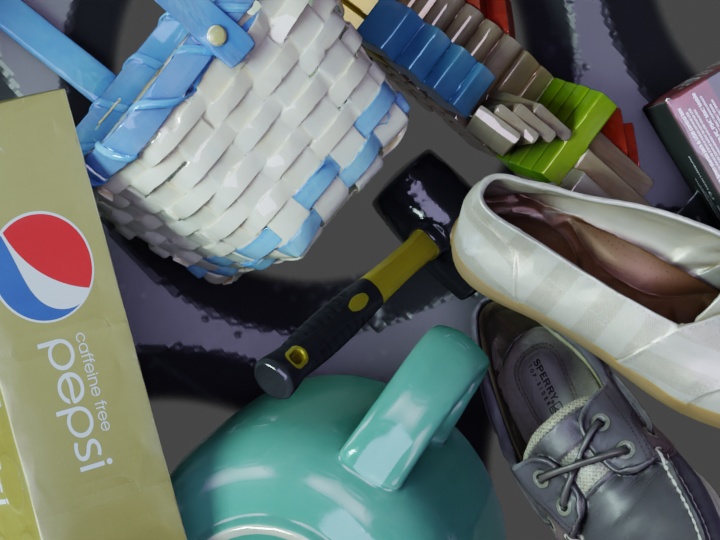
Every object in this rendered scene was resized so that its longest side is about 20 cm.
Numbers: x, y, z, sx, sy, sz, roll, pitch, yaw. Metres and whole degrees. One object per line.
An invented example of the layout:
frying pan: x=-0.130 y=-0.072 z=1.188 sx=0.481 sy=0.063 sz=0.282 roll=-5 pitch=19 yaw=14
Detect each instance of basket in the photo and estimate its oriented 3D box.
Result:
basket: x=-0.091 y=-0.092 z=1.299 sx=0.200 sy=0.176 sz=0.139 roll=37 pitch=74 yaw=-15

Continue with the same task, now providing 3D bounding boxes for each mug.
mug: x=-0.022 y=0.118 z=1.299 sx=0.151 sy=0.114 sz=0.186 roll=2 pitch=105 yaw=18

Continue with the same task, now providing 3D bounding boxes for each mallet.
mallet: x=0.000 y=0.000 z=1.300 sx=0.066 sy=0.200 sz=0.041 roll=51 pitch=124 yaw=7

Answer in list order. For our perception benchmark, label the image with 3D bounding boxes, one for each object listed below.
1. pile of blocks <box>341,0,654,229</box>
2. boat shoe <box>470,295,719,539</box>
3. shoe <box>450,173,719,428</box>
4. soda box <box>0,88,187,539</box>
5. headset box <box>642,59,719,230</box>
pile of blocks: x=0.059 y=-0.093 z=1.344 sx=0.200 sy=0.082 sz=0.062 roll=37 pitch=84 yaw=-3
boat shoe: x=0.097 y=0.081 z=1.296 sx=0.072 sy=0.200 sz=0.065 roll=-41 pitch=131 yaw=11
shoe: x=0.131 y=0.013 z=1.287 sx=0.199 sy=0.053 sz=0.070 roll=23 pitch=58 yaw=8
soda box: x=-0.134 y=0.032 z=1.243 sx=0.064 sy=0.068 sz=0.201 roll=-16 pitch=91 yaw=-27
headset box: x=0.234 y=-0.052 z=1.353 sx=0.199 sy=0.077 sz=0.149 roll=-30 pitch=92 yaw=-3
